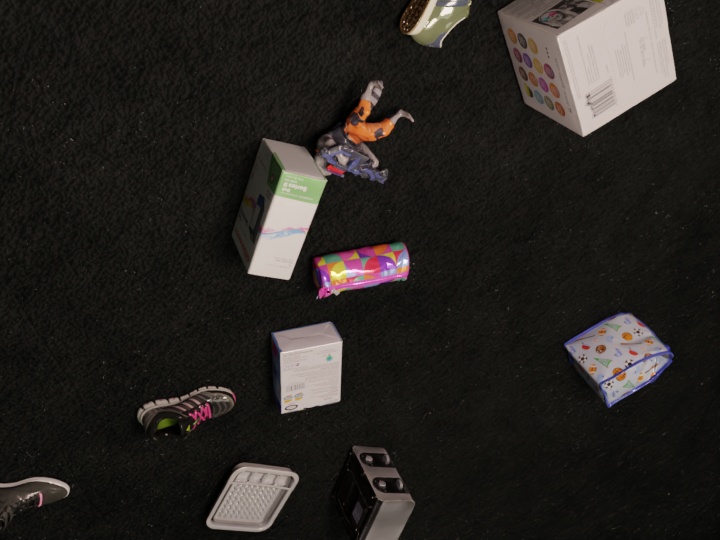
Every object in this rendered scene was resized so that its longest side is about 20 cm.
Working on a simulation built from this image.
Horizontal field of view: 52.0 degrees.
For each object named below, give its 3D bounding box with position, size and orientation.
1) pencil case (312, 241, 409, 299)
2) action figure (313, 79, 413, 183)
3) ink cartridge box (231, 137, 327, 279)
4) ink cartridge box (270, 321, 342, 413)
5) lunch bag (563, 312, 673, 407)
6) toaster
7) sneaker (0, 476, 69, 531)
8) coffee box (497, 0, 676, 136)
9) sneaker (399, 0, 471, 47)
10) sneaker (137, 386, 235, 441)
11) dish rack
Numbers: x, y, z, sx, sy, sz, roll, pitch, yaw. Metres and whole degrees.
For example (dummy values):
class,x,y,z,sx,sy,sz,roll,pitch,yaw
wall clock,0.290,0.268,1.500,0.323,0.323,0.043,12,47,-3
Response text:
class,x,y,z,sx,sy,sz,roll,pitch,yaw
pencil case,0.000,0.000,1.461,0.199,0.088,0.089,-14,126,-16
action figure,-0.002,-0.234,1.320,0.193,0.105,0.200,-39,154,14
ink cartridge box,-0.146,-0.106,1.286,0.087,0.145,0.201,8,118,-27
ink cartridge box,-0.115,0.218,1.560,0.136,0.076,0.201,-9,123,-17
lunch bag,0.638,0.210,1.822,0.200,0.170,0.124,-33,132,-1
toaster,0.025,0.552,1.776,0.118,0.181,0.201,7,118,-28
sneaker,-0.683,0.471,1.468,0.199,0.099,0.071,4,118,-27
coffee box,0.394,-0.395,1.295,0.200,0.198,0.200,-32,128,-3
sneaker,0.154,-0.464,1.235,0.090,0.067,0.200,22,111,-41
sneaker,-0.349,0.298,1.504,0.199,0.088,0.074,-10,125,-17
dish rack,-0.256,0.523,1.723,0.171,0.044,0.201,16,114,-32
